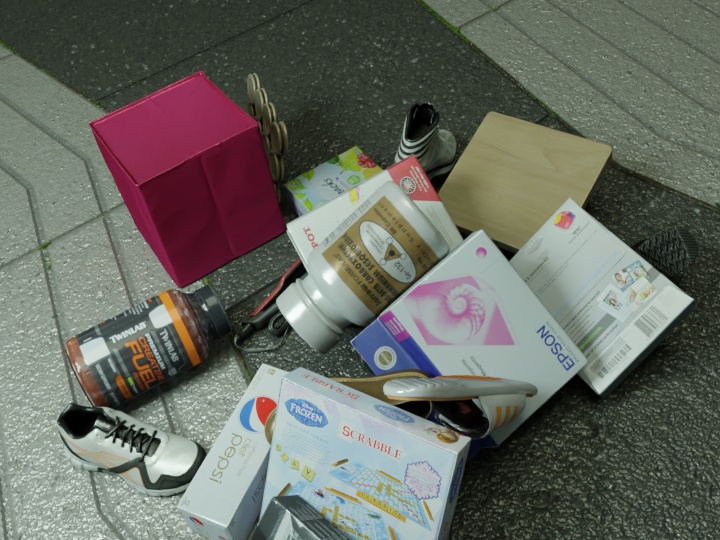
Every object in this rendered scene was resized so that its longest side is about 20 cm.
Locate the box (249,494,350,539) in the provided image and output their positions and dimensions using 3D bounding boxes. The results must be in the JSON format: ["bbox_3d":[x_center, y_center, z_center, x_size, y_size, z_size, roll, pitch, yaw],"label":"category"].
[{"bbox_3d":[-0.039,0.335,0.703,0.199,0.050,0.159,31,95,32],"label":"box"}]

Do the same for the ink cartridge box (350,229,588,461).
[{"bbox_3d":[0.124,0.092,0.858,0.199,0.043,0.197,-40,90,-8],"label":"ink cartridge box"}]

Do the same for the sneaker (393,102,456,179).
[{"bbox_3d":[0.113,-0.207,1.166,0.075,0.117,0.201,25,35,14],"label":"sneaker"}]

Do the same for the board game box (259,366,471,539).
[{"bbox_3d":[-0.004,0.226,0.760,0.198,0.203,0.041,19,19,24],"label":"board game box"}]

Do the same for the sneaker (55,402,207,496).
[{"bbox_3d":[-0.277,0.209,0.896,0.197,0.081,0.074,7,47,14],"label":"sneaker"}]

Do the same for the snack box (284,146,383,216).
[{"bbox_3d":[-0.008,-0.095,1.151,0.141,0.053,0.200,-31,50,-17],"label":"snack box"}]

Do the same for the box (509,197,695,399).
[{"bbox_3d":[0.279,0.031,0.932,0.156,0.041,0.200,-47,60,6],"label":"box"}]

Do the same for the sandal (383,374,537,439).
[{"bbox_3d":[0.098,0.138,0.759,0.205,0.060,0.079,6,-4,-42],"label":"sandal"}]

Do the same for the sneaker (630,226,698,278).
[{"bbox_3d":[0.342,0.011,0.993,0.198,0.090,0.071,-27,77,15],"label":"sneaker"}]

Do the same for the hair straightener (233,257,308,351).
[{"bbox_3d":[-0.095,0.042,1.046,0.076,0.041,0.200,28,57,31],"label":"hair straightener"}]

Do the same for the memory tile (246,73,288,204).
[{"bbox_3d":[-0.154,-0.212,1.221,0.017,0.155,0.201,-8,44,-19],"label":"memory tile"}]

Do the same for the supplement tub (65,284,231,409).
[{"bbox_3d":[-0.271,0.093,0.983,0.198,0.108,0.107,-28,49,-16],"label":"supplement tub"}]

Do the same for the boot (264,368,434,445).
[{"bbox_3d":[-0.015,0.156,0.814,0.197,0.075,0.075,-16,8,6],"label":"boot"}]

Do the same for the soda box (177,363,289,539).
[{"bbox_3d":[-0.126,0.212,0.878,0.067,0.064,0.201,14,52,20],"label":"soda box"}]

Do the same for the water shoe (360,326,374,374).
[{"bbox_3d":[0.084,0.059,0.945,0.198,0.072,0.079,-25,34,16],"label":"water shoe"}]

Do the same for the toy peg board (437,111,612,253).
[{"bbox_3d":[0.237,-0.104,1.109,0.198,0.098,0.200,23,70,29],"label":"toy peg board"}]

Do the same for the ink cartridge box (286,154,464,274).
[{"bbox_3d":[0.020,-0.037,1.012,0.198,0.083,0.147,-28,80,-4],"label":"ink cartridge box"}]

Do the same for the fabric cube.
[{"bbox_3d":[-0.254,-0.140,1.135,0.198,0.201,0.196,-30,48,-18],"label":"fabric cube"}]

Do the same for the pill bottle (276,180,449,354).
[{"bbox_3d":[0.000,0.000,0.901,0.200,0.114,0.115,-42,50,4],"label":"pill bottle"}]
